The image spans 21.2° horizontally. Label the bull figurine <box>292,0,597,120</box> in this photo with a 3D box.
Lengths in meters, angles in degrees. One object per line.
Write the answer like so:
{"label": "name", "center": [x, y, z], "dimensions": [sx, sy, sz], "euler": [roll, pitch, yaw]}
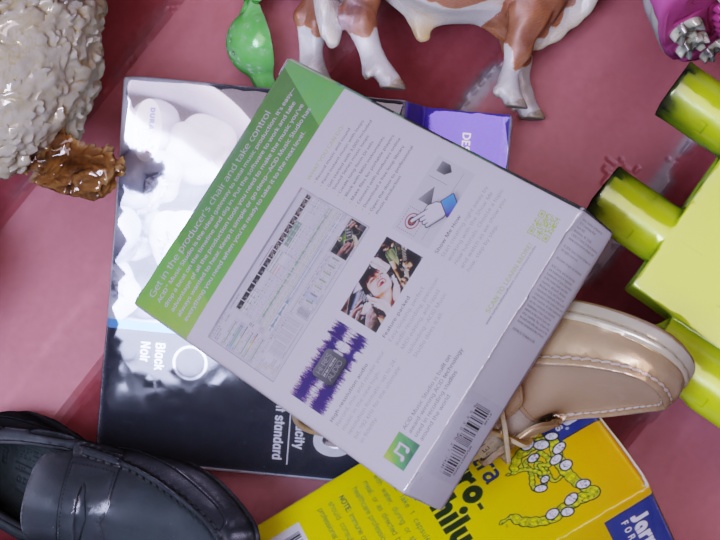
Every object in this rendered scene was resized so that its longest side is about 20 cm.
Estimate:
{"label": "bull figurine", "center": [0.059, -0.145, 0.989], "dimensions": [0.200, 0.065, 0.122], "euler": [6, 88, -7]}

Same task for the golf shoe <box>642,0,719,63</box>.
{"label": "golf shoe", "center": [0.172, -0.153, 0.943], "dimensions": [0.075, 0.200, 0.092], "euler": [-40, 77, 25]}

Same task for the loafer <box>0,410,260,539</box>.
{"label": "loafer", "center": [-0.131, 0.115, 0.924], "dimensions": [0.200, 0.070, 0.068], "euler": [16, 102, 40]}

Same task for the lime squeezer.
{"label": "lime squeezer", "center": [-0.029, -0.136, 1.010], "dimensions": [0.071, 0.038, 0.200], "euler": [17, 85, 2]}

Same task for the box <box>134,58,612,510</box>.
{"label": "box", "center": [0.000, 0.000, 0.881], "dimensions": [0.200, 0.036, 0.144], "euler": [32, 89, 39]}

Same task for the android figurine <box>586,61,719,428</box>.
{"label": "android figurine", "center": [0.210, -0.005, 0.898], "dimensions": [0.200, 0.041, 0.182], "euler": [37, 86, 5]}

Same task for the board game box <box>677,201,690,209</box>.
{"label": "board game box", "center": [0.267, 0.007, 0.965], "dimensions": [0.200, 0.097, 0.160], "euler": [-25, 85, -1]}

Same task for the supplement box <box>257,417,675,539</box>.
{"label": "supplement box", "center": [0.045, 0.151, 0.927], "dimensions": [0.200, 0.109, 0.110], "euler": [-32, 42, -2]}

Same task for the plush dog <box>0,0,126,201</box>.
{"label": "plush dog", "center": [-0.169, -0.135, 0.902], "dimensions": [0.160, 0.200, 0.172], "euler": [21, 110, 28]}

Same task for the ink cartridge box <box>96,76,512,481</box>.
{"label": "ink cartridge box", "center": [-0.028, 0.008, 0.982], "dimensions": [0.200, 0.043, 0.198], "euler": [4, 94, 0]}

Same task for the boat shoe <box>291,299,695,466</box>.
{"label": "boat shoe", "center": [0.055, 0.057, 0.886], "dimensions": [0.200, 0.074, 0.069], "euler": [-1, 55, 35]}
